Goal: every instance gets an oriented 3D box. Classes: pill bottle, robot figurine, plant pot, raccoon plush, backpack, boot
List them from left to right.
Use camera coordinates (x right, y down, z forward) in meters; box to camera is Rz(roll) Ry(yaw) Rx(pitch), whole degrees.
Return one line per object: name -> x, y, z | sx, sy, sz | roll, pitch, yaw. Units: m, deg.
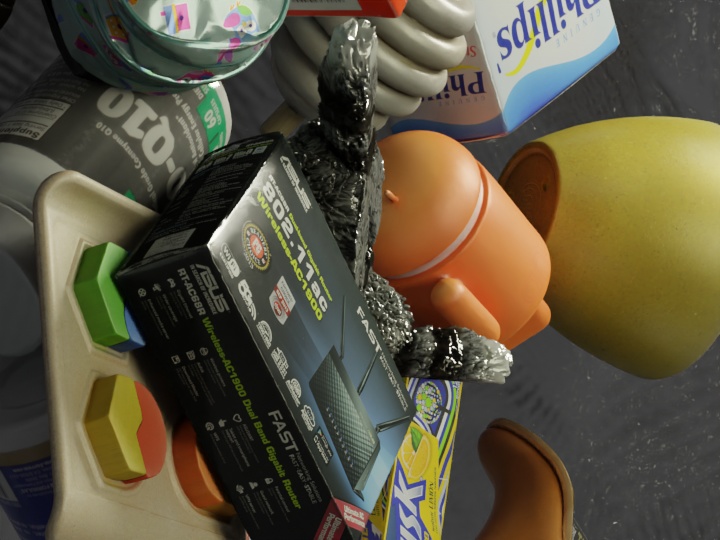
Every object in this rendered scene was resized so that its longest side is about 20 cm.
pill bottle -> -0.168, -0.049, 1.415 | 0.200, 0.112, 0.114 | -54, 127, -40
pill bottle -> -0.141, 0.136, 1.428 | 0.120, 0.119, 0.201 | -52, 126, -42
backpack -> -0.114, -0.199, 1.363 | 0.166, 0.126, 0.202 | -4, 86, -22
raccoon plush -> -0.056, -0.066, 1.475 | 0.097, 0.133, 0.202 | -60, 156, -68
raccoon plush -> 0.000, 0.000, 1.603 | 0.199, 0.097, 0.135 | 6, 85, -23
robot figurine -> 0.056, -0.019, 1.708 | 0.200, 0.116, 0.145 | 47, 54, -41
boot -> 0.093, 0.205, 1.758 | 0.154, 0.200, 0.074 | -26, 141, -13
plant pot -> 0.179, -0.030, 1.835 | 0.141, 0.200, 0.202 | 13, 75, -26

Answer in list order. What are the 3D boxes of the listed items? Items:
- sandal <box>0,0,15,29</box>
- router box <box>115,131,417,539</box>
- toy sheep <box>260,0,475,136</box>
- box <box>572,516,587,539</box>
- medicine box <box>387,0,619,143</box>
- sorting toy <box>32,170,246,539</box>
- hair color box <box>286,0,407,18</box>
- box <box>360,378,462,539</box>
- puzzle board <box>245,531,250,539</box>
sandal -> -0.225, -0.231, 1.412 | 0.081, 0.054, 0.202 | -3, 103, -47
router box -> -0.048, 0.044, 1.380 | 0.201, 0.062, 0.150 | 65, 24, -20
toy sheep -> 0.004, -0.158, 1.617 | 0.137, 0.200, 0.138 | 34, 21, -14
box -> 0.130, 0.296, 1.829 | 0.158, 0.049, 0.201 | 56, 46, -34
medicine box -> 0.082, -0.217, 1.770 | 0.182, 0.102, 0.201 | -38, 116, -47
sorting toy -> -0.113, 0.062, 1.338 | 0.185, 0.036, 0.202 | 29, 54, -58
hair color box -> 0.003, -0.245, 1.515 | 0.201, 0.110, 0.064 | -64, 143, -32
box -> 0.014, 0.157, 1.671 | 0.064, 0.070, 0.202 | 26, 66, -46
puzzle board -> -0.052, 0.156, 1.529 | 0.200, 0.017, 0.152 | 66, 18, -66
